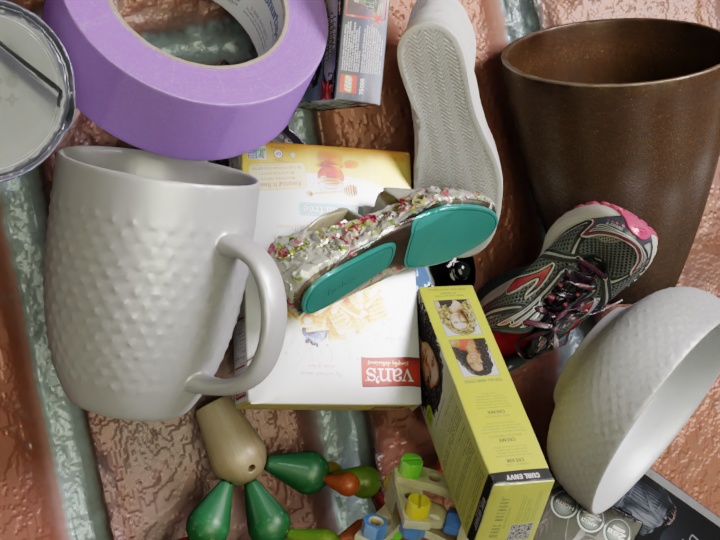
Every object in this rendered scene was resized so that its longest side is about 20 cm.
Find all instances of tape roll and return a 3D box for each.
[{"bbox_3d":[-0.126,-0.178,1.087,0.198,0.066,0.202,12,52,-16],"label":"tape roll"}]

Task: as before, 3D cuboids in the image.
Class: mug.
[{"bbox_3d":[-0.135,0.017,1.073,0.147,0.198,0.177,-7,109,-57],"label":"mug"}]

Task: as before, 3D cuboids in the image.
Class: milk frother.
[{"bbox_3d":[-0.295,-0.077,1.024,0.178,0.188,0.203,-2,95,-19],"label":"milk frother"}]

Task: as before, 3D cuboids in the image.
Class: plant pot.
[{"bbox_3d":[0.212,-0.083,1.230,0.185,0.187,0.202,-14,115,-18],"label":"plant pot"}]

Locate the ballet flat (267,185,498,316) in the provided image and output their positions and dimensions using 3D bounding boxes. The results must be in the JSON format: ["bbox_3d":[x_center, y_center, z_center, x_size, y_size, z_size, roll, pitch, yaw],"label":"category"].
[{"bbox_3d":[0.014,-0.029,1.125,0.199,0.064,0.076,-20,144,-33],"label":"ballet flat"}]

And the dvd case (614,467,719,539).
[{"bbox_3d":[0.245,0.258,1.336,0.199,0.025,0.151,35,83,-18],"label":"dvd case"}]

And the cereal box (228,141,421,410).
[{"bbox_3d":[-0.027,0.006,1.155,0.142,0.039,0.202,2,77,-23],"label":"cereal box"}]

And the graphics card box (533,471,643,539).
[{"bbox_3d":[0.137,0.269,1.260,0.125,0.051,0.201,28,83,6],"label":"graphics card box"}]

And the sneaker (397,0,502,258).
[{"bbox_3d":[0.075,-0.121,1.205,0.073,0.116,0.202,-4,118,10],"label":"sneaker"}]

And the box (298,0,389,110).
[{"bbox_3d":[-0.015,-0.224,1.142,0.039,0.137,0.202,5,93,-19],"label":"box"}]

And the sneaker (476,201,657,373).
[{"bbox_3d":[0.157,0.022,1.186,0.080,0.200,0.075,35,42,-11],"label":"sneaker"}]

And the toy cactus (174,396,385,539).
[{"bbox_3d":[-0.079,0.179,1.189,0.198,0.102,0.166,-25,84,-14],"label":"toy cactus"}]

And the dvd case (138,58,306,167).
[{"bbox_3d":[-0.122,-0.040,1.182,0.149,0.016,0.200,45,78,-19],"label":"dvd case"}]

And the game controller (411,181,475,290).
[{"bbox_3d":[0.000,0.000,1.206,0.198,0.042,0.105,-21,103,-26],"label":"game controller"}]

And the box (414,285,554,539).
[{"bbox_3d":[0.083,0.105,1.126,0.050,0.201,0.076,-3,132,-17],"label":"box"}]

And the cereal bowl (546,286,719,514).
[{"bbox_3d":[0.214,0.092,1.209,0.083,0.200,0.200,36,79,22],"label":"cereal bowl"}]

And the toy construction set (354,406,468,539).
[{"bbox_3d":[0.068,0.154,1.193,0.130,0.201,0.093,10,131,-1],"label":"toy construction set"}]
